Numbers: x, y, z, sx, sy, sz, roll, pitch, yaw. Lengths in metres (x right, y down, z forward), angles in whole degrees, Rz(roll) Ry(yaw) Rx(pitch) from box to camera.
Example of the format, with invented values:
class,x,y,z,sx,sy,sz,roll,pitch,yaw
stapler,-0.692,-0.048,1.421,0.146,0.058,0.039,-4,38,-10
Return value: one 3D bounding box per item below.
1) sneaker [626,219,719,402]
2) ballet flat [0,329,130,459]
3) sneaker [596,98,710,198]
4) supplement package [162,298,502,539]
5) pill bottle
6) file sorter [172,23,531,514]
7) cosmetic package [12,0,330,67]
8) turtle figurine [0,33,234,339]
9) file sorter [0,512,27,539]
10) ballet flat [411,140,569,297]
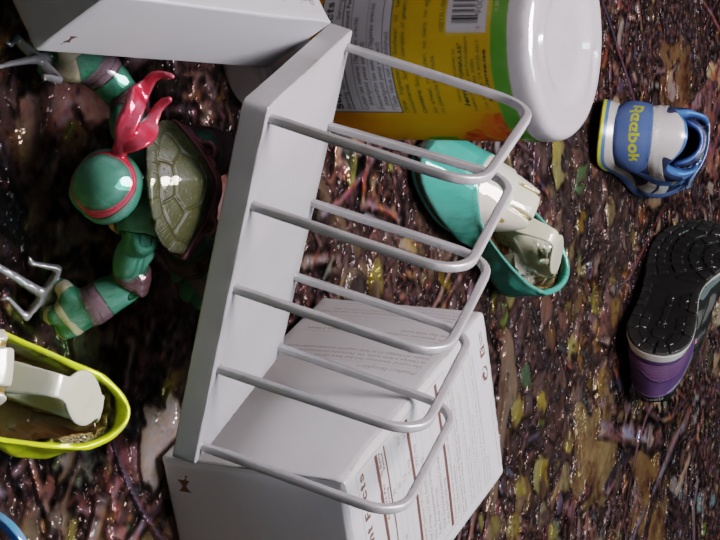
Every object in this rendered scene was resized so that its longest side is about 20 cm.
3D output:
class,x,y,z,sx,sy,sz,roll,pitch,yaw
sneaker,0.287,0.037,1.773,0.200,0.076,0.088,-55,153,-40
ballet flat,-0.173,0.047,0.880,0.200,0.067,0.067,29,67,-59
sneaker,0.270,-0.103,1.695,0.200,0.082,0.074,7,85,-64
supplement package,-0.010,0.115,1.143,0.200,0.117,0.118,-44,133,-52
pill bottle,0.026,-0.130,1.099,0.111,0.200,0.111,-12,103,-61
file sorter,0.000,0.000,0.995,0.139,0.124,0.200,-54,159,-62
cosmetic package,-0.110,-0.176,0.926,0.200,0.052,0.151,-8,71,-62
turtle figurine,-0.114,-0.037,0.959,0.200,0.100,0.150,13,87,-70
file sorter,-0.221,0.184,0.742,0.200,0.122,0.139,-37,124,-55
ballet flat,0.104,-0.040,1.396,0.200,0.070,0.068,48,52,-53
